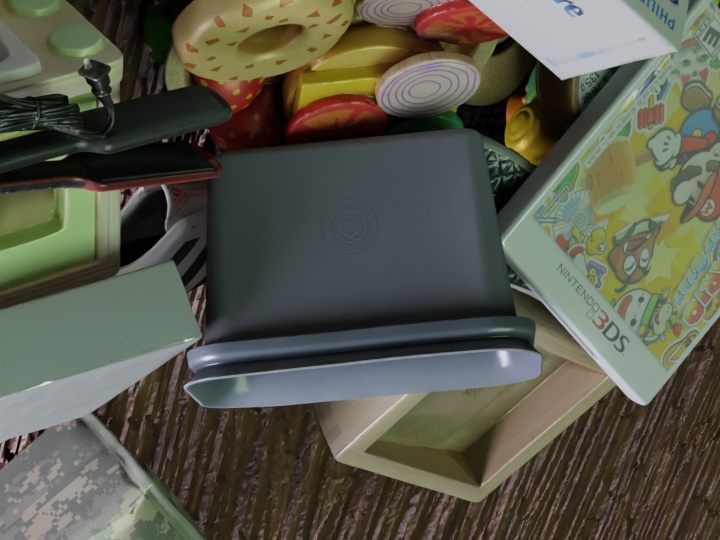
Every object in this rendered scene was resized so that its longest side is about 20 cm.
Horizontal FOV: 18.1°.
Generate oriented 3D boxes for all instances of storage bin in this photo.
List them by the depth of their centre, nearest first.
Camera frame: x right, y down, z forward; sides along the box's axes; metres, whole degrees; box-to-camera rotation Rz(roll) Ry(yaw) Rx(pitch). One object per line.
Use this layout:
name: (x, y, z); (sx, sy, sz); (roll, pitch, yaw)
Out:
storage bin: (0.000, 0.000, 1.296); (0.199, 0.135, 0.146); (-5, 168, 3)

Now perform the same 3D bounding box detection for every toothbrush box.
toothbrush box: (0.116, -0.228, 1.221); (0.146, 0.085, 0.201); (34, 58, -38)

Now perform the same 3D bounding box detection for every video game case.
video game case: (0.190, -0.042, 1.398); (0.200, 0.023, 0.182); (-50, 127, -7)

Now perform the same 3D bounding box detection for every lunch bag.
lunch bag: (-0.171, 0.209, 1.439); (0.164, 0.118, 0.200); (-41, 135, -9)

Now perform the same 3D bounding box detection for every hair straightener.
hair straightener: (-0.152, -0.077, 1.136); (0.199, 0.041, 0.077); (-6, 126, -33)

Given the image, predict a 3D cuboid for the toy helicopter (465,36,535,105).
toy helicopter: (0.096, -0.198, 1.383); (0.132, 0.079, 0.201); (16, 96, -27)

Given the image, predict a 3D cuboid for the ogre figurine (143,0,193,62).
ogre figurine: (-0.033, -0.193, 1.268); (0.119, 0.098, 0.201); (15, 99, -34)

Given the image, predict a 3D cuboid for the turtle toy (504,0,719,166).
turtle toy: (0.175, -0.126, 1.490); (0.145, 0.101, 0.201); (29, 99, -29)

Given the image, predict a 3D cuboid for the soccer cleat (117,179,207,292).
soccer cleat: (-0.091, -0.033, 1.365); (0.199, 0.069, 0.085); (-29, 140, -14)

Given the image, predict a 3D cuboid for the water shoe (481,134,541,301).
water shoe: (0.100, -0.031, 1.417); (0.071, 0.079, 0.200); (-42, 128, 11)

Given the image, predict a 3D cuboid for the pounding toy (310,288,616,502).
pounding toy: (0.055, 0.028, 1.501); (0.184, 0.143, 0.199); (-43, 141, 23)

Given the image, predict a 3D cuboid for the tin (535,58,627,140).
tin: (0.182, -0.094, 1.410); (0.112, 0.042, 0.200); (-43, 126, -7)

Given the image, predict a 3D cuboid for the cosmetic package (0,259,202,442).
cosmetic package: (-0.196, 0.060, 1.271); (0.150, 0.052, 0.200); (-19, 173, -30)

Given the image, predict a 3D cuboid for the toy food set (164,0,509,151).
toy food set: (-0.011, -0.118, 1.262); (0.197, 0.049, 0.200); (-7, 152, -11)

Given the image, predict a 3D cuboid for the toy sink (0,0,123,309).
toy sink: (-0.204, -0.084, 1.192); (0.130, 0.112, 0.201); (-18, 131, -30)
